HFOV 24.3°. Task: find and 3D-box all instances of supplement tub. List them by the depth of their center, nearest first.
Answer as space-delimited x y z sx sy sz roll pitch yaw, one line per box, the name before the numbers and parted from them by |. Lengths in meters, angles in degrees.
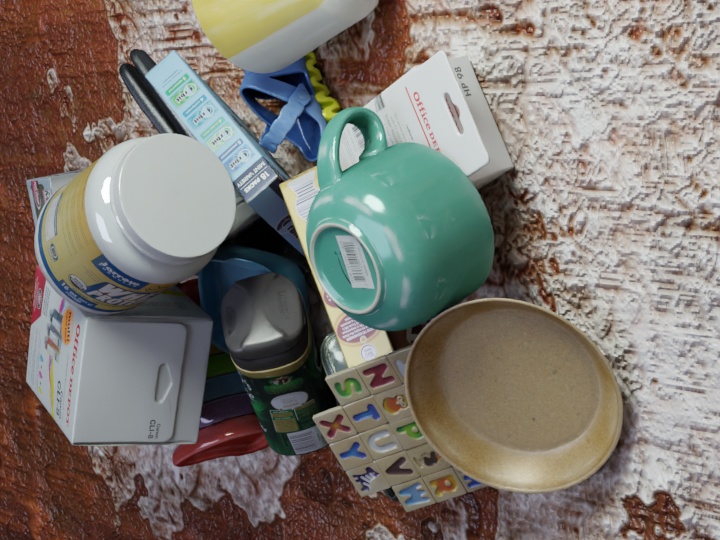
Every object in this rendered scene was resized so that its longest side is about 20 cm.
supplement tub | -0.221 -0.046 1.638 0.200 0.145 0.145 -25 82 55

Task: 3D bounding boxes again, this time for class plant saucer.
plant saucer | 0.139 0.106 1.487 0.200 0.035 0.200 10 120 18

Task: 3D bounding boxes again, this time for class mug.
mug | 0.014 -0.033 1.483 0.185 0.114 0.152 42 139 22
mug | -0.069 -0.272 1.572 0.153 0.186 0.150 -13 99 45

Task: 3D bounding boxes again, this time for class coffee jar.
coffee jar | -0.082 0.096 1.712 0.200 0.085 0.104 73 -176 -49

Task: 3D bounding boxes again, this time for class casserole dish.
casserole dish | -0.108 0.036 1.771 0.121 0.039 0.200 15 145 11

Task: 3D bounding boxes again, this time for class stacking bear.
stacking bear | -0.168 0.105 1.891 0.114 0.121 0.200 -38 64 53

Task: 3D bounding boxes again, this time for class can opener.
can opener | -0.205 -0.160 1.848 0.063 0.079 0.200 -35 78 33

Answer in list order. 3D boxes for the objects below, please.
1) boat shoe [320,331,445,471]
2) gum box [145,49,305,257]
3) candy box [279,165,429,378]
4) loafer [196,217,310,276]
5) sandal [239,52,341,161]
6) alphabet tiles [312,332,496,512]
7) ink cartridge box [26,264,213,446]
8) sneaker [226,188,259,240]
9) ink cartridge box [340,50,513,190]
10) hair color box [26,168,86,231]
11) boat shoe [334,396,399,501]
boat shoe | 0.030 0.129 1.650 0.200 0.073 0.062 50 174 20
gum box | -0.119 -0.114 1.707 0.045 0.170 0.200 -42 61 2
candy box | 0.000 0.000 1.613 0.056 0.117 0.200 -26 80 21
loafer | -0.115 -0.014 1.821 0.200 0.073 0.072 8 147 44
sandal | -0.086 -0.192 1.691 0.200 0.087 0.080 61 143 21
alphabet tiles | 0.063 0.145 1.562 0.200 0.006 0.167 -21 112 22
ink cartridge box | -0.265 0.089 1.814 0.200 0.144 0.146 33 118 59
sneaker | -0.189 -0.068 1.770 0.200 0.078 0.099 -20 100 44
ink cartridge box | 0.064 -0.118 1.535 0.200 0.067 0.116 -31 78 52
hair color box | -0.265 -0.072 1.868 0.061 0.200 0.099 1 103 52
boat shoe | 0.011 0.147 1.706 0.200 0.057 0.067 56 141 23
